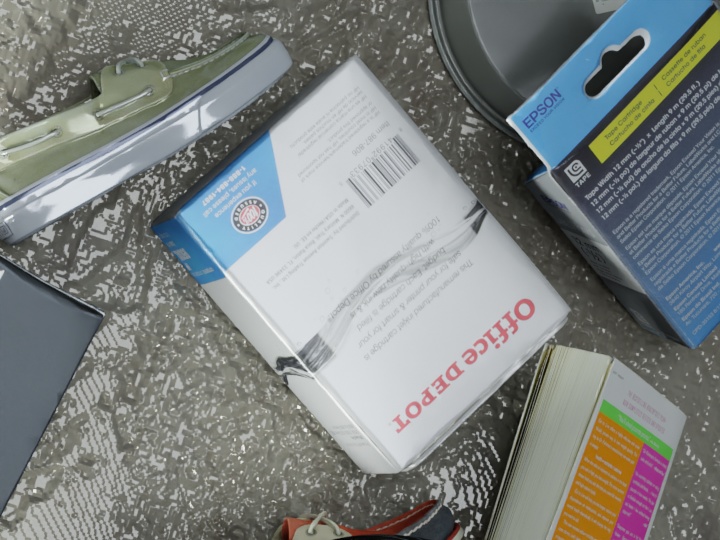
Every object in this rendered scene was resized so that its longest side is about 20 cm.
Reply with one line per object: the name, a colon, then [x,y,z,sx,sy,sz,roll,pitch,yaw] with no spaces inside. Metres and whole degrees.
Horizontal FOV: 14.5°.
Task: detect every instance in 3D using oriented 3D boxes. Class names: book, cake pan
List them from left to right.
book: [0.127,0.159,1.664,0.134,0.048,0.200,34,72,-53]
cake pan: [0.141,-0.170,1.729,0.200,0.037,0.200,1,85,-17]

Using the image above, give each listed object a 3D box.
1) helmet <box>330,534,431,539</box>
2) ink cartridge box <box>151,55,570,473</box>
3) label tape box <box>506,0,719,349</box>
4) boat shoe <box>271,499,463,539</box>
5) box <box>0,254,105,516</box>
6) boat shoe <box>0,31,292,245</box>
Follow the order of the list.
helmet: [-0.005,0.237,1.519,0.200,0.191,0.200,13,68,-34]
ink cartridge box: [0.000,0.000,1.649,0.145,0.084,0.200,-42,97,-15]
label tape box: [0.177,-0.073,1.682,0.143,0.066,0.200,-46,117,-9]
boat shoe: [-0.036,0.174,1.636,0.200,0.071,0.063,-24,90,-13]
box: [-0.229,0.096,1.545,0.079,0.141,0.200,29,79,-12]
boat shoe: [-0.133,-0.088,1.624,0.200,0.072,0.062,-32,98,-14]
